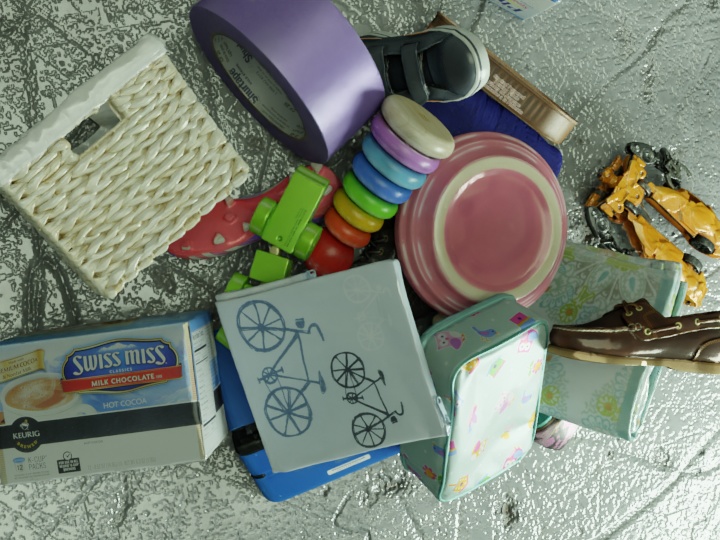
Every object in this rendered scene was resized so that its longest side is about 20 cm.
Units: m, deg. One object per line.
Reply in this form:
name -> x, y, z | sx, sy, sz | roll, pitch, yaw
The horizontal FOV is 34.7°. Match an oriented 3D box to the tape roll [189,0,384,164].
tape roll -> -0.074, -0.209, 1.148 | 0.085, 0.200, 0.200 | -44, 102, -13

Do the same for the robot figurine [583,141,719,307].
robot figurine -> 0.346, -0.054, 1.354 | 0.199, 0.058, 0.146 | 39, 79, -15

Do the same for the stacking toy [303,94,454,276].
stacking toy -> 0.006, -0.075, 1.166 | 0.085, 0.086, 0.201 | 32, 112, -15

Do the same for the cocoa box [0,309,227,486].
cocoa box -> -0.240, 0.117, 1.110 | 0.197, 0.133, 0.133 | -7, 93, 2

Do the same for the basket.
basket -> -0.238, -0.097, 1.105 | 0.198, 0.200, 0.161 | -42, 107, -12

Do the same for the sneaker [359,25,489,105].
sneaker -> 0.044, -0.204, 1.182 | 0.079, 0.199, 0.079 | -28, 113, -30

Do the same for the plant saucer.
plant saucer -> 0.135, -0.043, 1.206 | 0.198, 0.051, 0.204 | -2, 96, -19

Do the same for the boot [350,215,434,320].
boot -> 0.000, 0.000, 1.243 | 0.172, 0.069, 0.202 | -26, 98, -14

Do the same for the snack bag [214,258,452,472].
snack bag -> -0.027, 0.089, 1.110 | 0.197, 0.021, 0.191 | -15, 101, 18

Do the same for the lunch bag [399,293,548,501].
lunch bag -> 0.119, 0.130, 1.183 | 0.159, 0.077, 0.202 | -26, 135, -34

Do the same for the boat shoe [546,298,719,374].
boat shoe -> 0.284, 0.063, 1.177 | 0.197, 0.070, 0.071 | 5, 96, -18

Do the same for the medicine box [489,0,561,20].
medicine box -> 0.163, -0.413, 1.270 | 0.180, 0.103, 0.202 | 25, 83, -16

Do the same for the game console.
game console -> -0.043, 0.126, 1.221 | 0.198, 0.119, 0.172 | -22, 136, 0

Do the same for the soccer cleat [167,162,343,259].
soccer cleat -> -0.110, -0.052, 1.214 | 0.198, 0.077, 0.067 | -22, 64, -2

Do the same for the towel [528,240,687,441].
towel -> 0.256, 0.070, 1.280 | 0.048, 0.170, 0.203 | 31, 77, -52

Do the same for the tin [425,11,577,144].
tin -> 0.153, -0.210, 1.266 | 0.199, 0.112, 0.042 | 35, 108, -14

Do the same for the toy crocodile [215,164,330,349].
toy crocodile -> -0.087, -0.007, 1.153 | 0.067, 0.062, 0.202 | 22, 92, 4

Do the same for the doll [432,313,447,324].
doll -> 0.126, 0.077, 1.275 | 0.135, 0.048, 0.203 | 11, 97, -45

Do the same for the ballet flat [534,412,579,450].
ballet flat -> 0.265, 0.121, 1.333 | 0.071, 0.069, 0.201 | 39, 84, -34

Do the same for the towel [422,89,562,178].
towel -> 0.124, -0.122, 1.268 | 0.199, 0.049, 0.149 | 33, 64, -20
